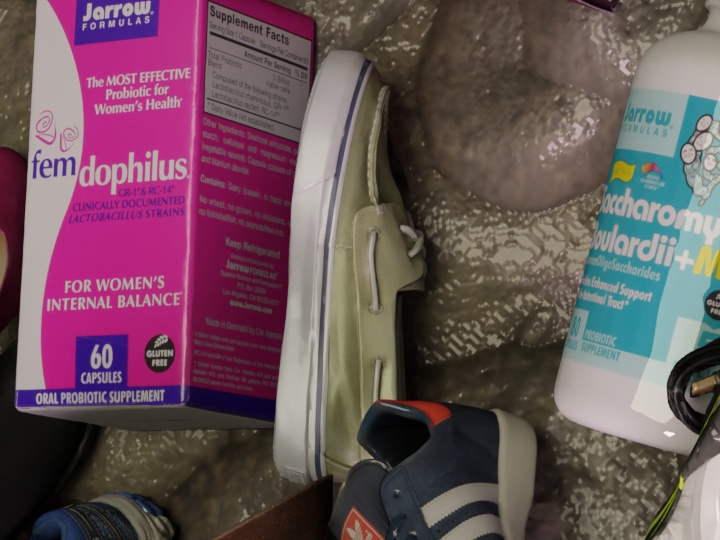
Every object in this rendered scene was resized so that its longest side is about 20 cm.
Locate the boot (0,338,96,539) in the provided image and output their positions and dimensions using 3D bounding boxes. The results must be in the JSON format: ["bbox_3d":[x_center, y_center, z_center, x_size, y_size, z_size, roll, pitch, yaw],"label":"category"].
[{"bbox_3d":[-0.192,0.107,1.171,0.065,0.200,0.165,30,94,6],"label":"boot"}]

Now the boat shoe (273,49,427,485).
[{"bbox_3d":[0.000,0.000,1.166,0.062,0.072,0.202,4,88,7],"label":"boat shoe"}]

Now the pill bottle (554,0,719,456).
[{"bbox_3d":[0.154,-0.024,1.041,0.110,0.111,0.201,14,90,32],"label":"pill bottle"}]

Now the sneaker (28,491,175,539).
[{"bbox_3d":[-0.172,0.191,1.221,0.077,0.085,0.201,35,102,30],"label":"sneaker"}]

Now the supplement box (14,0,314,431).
[{"bbox_3d":[-0.091,-0.029,1.196,0.101,0.103,0.201,-4,79,31],"label":"supplement box"}]

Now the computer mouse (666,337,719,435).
[{"bbox_3d":[0.211,0.017,0.985,0.199,0.034,0.059,-26,101,-11],"label":"computer mouse"}]

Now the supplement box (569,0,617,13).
[{"bbox_3d":[0.077,-0.234,1.123,0.130,0.103,0.201,24,95,31],"label":"supplement box"}]

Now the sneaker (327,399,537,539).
[{"bbox_3d":[0.027,0.127,1.055,0.200,0.084,0.075,-90,19,-57],"label":"sneaker"}]

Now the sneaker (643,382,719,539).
[{"bbox_3d":[0.156,0.080,0.932,0.076,0.075,0.201,26,118,8],"label":"sneaker"}]

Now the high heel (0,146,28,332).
[{"bbox_3d":[-0.206,0.006,1.228,0.067,0.096,0.201,23,60,5],"label":"high heel"}]

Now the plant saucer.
[{"bbox_3d":[-0.089,0.154,1.097,0.200,0.200,0.037,-33,85,23],"label":"plant saucer"}]
